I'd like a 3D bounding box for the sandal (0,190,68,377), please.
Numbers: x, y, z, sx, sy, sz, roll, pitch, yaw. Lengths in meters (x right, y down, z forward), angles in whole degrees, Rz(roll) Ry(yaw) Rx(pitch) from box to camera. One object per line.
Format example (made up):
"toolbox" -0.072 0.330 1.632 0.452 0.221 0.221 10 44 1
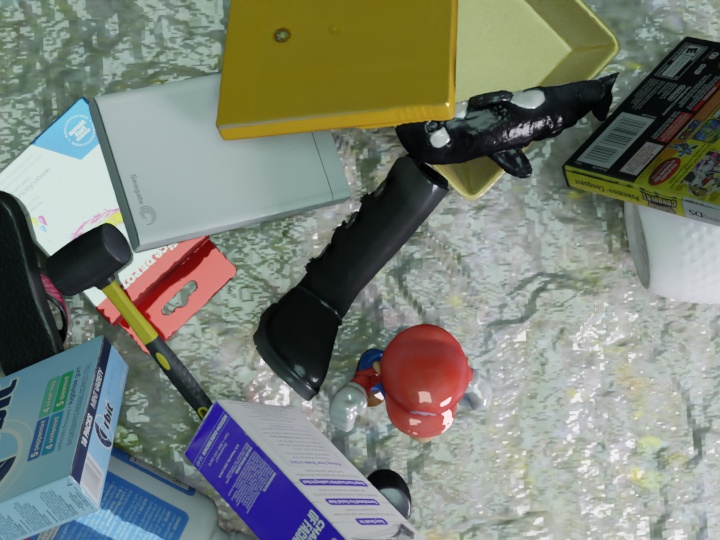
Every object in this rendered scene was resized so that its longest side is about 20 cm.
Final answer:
"sandal" -0.278 0.024 1.354 0.075 0.045 0.202 2 111 33

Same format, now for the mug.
"mug" 0.319 -0.066 1.400 0.174 0.148 0.201 -12 62 -1

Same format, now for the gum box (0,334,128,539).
"gum box" -0.289 0.152 1.279 0.199 0.170 0.045 -22 122 16

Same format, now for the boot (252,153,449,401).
"boot" 0.000 0.000 1.327 0.200 0.165 0.066 -45 109 8

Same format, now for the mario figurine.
"mario figurine" 0.042 0.108 1.327 0.123 0.200 0.106 -42 92 -5

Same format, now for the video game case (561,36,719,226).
"video game case" 0.299 -0.120 1.352 0.200 0.180 0.026 -45 132 -27

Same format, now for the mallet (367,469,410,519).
"mallet" -0.018 0.264 1.379 0.041 0.066 0.201 32 86 -6

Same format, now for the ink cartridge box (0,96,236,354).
"ink cartridge box" -0.210 -0.035 1.371 0.116 0.067 0.200 -43 94 -5

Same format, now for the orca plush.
"orca plush" 0.130 -0.110 1.347 0.199 0.105 0.072 -12 86 -30

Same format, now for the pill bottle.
"pill bottle" -0.188 0.222 1.346 0.199 0.112 0.113 28 86 -4

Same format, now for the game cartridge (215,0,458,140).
"game cartridge" -0.017 -0.194 1.343 0.198 0.032 0.177 -3 60 13

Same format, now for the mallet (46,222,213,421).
"mallet" -0.170 0.046 1.320 0.066 0.041 0.200 -37 106 21

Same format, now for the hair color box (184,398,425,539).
"hair color box" -0.042 0.191 1.311 0.200 0.109 0.065 41 107 35

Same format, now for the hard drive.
"hard drive" -0.117 -0.101 1.359 0.199 0.027 0.133 -14 80 -26

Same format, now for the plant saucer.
"plant saucer" 0.093 -0.197 1.415 0.200 0.048 0.200 45 84 -3
